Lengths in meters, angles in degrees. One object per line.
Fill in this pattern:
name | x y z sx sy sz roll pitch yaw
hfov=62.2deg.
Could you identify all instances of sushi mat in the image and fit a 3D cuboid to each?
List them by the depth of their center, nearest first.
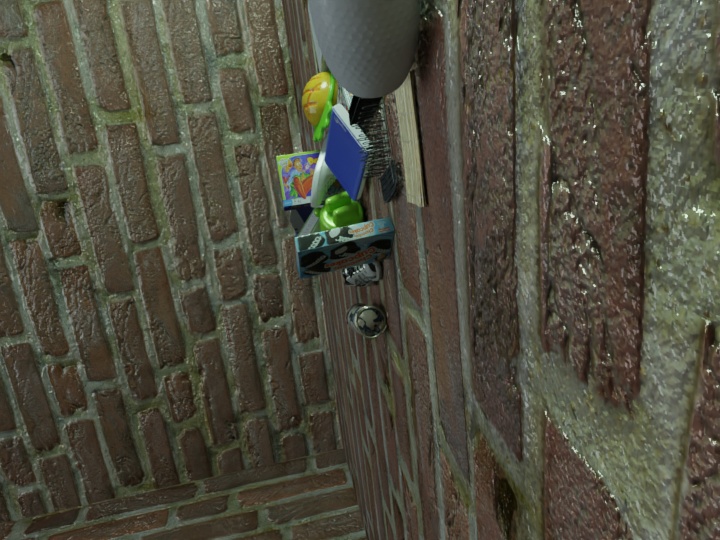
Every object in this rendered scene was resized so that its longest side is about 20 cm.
sushi mat | 0.075 -0.203 0.927 0.096 0.012 0.204 -131 32 -76

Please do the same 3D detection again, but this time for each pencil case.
pencil case | 0.015 0.126 1.515 0.200 0.088 0.079 170 119 -82

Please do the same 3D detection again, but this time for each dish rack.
dish rack | 0.026 -0.227 1.106 0.153 0.053 0.204 142 118 -82

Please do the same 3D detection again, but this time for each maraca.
maraca | -0.094 -0.415 1.505 0.138 0.105 0.203 124 151 -49

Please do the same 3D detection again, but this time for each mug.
mug | 0.017 -0.349 0.803 0.177 0.145 0.202 79 -154 -49

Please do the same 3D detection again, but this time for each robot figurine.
robot figurine | -0.046 -0.105 1.534 0.176 0.114 0.202 54 159 31

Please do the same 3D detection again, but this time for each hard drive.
hard drive | -0.030 -0.260 1.344 0.133 0.025 0.201 54 160 14

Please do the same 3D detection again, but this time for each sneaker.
sneaker | 0.000 0.000 1.434 0.200 0.086 0.077 107 154 -69
sneaker | -0.071 -0.249 1.499 0.073 0.083 0.204 109 176 -80
sneaker | -0.172 -0.161 1.730 0.201 0.079 0.116 89 166 -50

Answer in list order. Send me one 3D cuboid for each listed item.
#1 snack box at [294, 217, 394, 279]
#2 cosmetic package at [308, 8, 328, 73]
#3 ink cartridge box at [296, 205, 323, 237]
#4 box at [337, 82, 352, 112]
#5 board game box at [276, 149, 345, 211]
snack box | -0.033 -0.044 1.213 0.117 0.196 0.038 95 159 -63
cosmetic package | -0.094 -0.625 1.514 0.151 0.051 0.204 120 140 -75
ink cartridge box | -0.085 -0.133 1.646 0.059 0.202 0.104 12 157 47
box | -0.024 -0.338 1.385 0.201 0.037 0.139 93 165 -57
board game box | -0.114 -0.241 1.564 0.045 0.196 0.137 130 130 -79
